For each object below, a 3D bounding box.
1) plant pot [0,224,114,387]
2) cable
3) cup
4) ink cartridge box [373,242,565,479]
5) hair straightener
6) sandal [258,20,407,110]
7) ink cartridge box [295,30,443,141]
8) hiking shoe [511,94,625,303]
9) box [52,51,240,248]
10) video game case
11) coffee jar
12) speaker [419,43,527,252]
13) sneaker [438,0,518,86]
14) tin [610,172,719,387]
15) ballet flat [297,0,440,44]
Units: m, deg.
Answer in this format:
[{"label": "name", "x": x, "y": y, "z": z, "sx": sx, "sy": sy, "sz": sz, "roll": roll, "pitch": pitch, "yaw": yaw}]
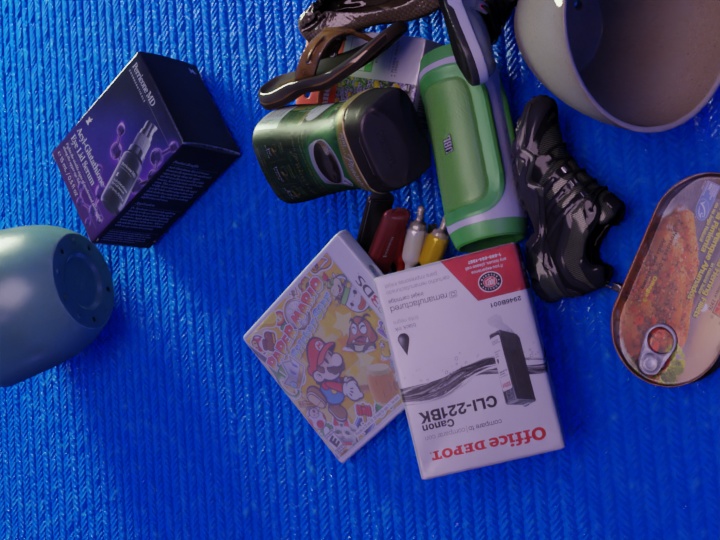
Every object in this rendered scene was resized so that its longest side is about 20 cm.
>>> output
[{"label": "plant pot", "x": -0.416, "y": 0.032, "z": 1.524, "sx": 0.159, "sy": 0.200, "sz": 0.203, "roll": -17, "pitch": 78, "yaw": 23}, {"label": "cable", "x": 0.048, "y": 0.031, "z": 1.266, "sx": 0.096, "sy": 0.050, "sz": 0.203, "roll": 12, "pitch": 95, "yaw": 41}, {"label": "cup", "x": 0.221, "y": -0.230, "z": 1.086, "sx": 0.143, "sy": 0.198, "sz": 0.203, "roll": 15, "pitch": 97, "yaw": 60}, {"label": "ink cartridge box", "x": 0.108, "y": 0.088, "z": 1.153, "sx": 0.143, "sy": 0.084, "sz": 0.203, "roll": -14, "pitch": 88, "yaw": 9}, {"label": "hair straightener", "x": 0.000, "y": 0.000, "z": 1.289, "sx": 0.077, "sy": 0.040, "sz": 0.202, "roll": 50, "pitch": 137, "yaw": 43}, {"label": "sandal", "x": -0.039, "y": -0.227, "z": 1.262, "sx": 0.199, "sy": 0.082, "sz": 0.055, "roll": -14, "pitch": 113, "yaw": 42}, {"label": "ink cartridge box", "x": -0.005, "y": -0.208, "z": 1.317, "sx": 0.198, "sy": 0.050, "sz": 0.110, "roll": 15, "pitch": 96, "yaw": 36}, {"label": "hiking shoe", "x": 0.208, "y": -0.073, "z": 1.150, "sx": 0.100, "sy": 0.076, "sz": 0.203, "roll": -7, "pitch": 92, "yaw": 27}, {"label": "box", "x": -0.268, "y": -0.146, "z": 1.475, "sx": 0.200, "sy": 0.104, "sz": 0.149, "roll": -43, "pitch": 64, "yaw": 27}, {"label": "video game case", "x": -0.018, "y": 0.086, "z": 1.276, "sx": 0.182, "sy": 0.023, "sz": 0.200, "roll": 50, "pitch": 127, "yaw": 8}, {"label": "coffee jar", "x": -0.019, "y": -0.130, "z": 1.243, "sx": 0.199, "sy": 0.085, "sz": 0.105, "roll": -1, "pitch": 121, "yaw": 49}, {"label": "speaker", "x": 0.114, "y": -0.125, "z": 1.205, "sx": 0.088, "sy": 0.088, "sz": 0.203, "roll": -17, "pitch": 77, "yaw": 34}, {"label": "sneaker", "x": 0.138, "y": -0.270, "z": 1.169, "sx": 0.119, "sy": 0.084, "sz": 0.202, "roll": -14, "pitch": 54, "yaw": 5}, {"label": "tin", "x": 0.305, "y": 0.010, "z": 1.086, "sx": 0.112, "sy": 0.042, "sz": 0.202, "roll": 31, "pitch": 106, "yaw": 37}, {"label": "ballet flat", "x": 0.023, "y": -0.294, "z": 1.271, "sx": 0.198, "sy": 0.046, "sz": 0.068, "roll": -16, "pitch": 48, "yaw": 16}]
